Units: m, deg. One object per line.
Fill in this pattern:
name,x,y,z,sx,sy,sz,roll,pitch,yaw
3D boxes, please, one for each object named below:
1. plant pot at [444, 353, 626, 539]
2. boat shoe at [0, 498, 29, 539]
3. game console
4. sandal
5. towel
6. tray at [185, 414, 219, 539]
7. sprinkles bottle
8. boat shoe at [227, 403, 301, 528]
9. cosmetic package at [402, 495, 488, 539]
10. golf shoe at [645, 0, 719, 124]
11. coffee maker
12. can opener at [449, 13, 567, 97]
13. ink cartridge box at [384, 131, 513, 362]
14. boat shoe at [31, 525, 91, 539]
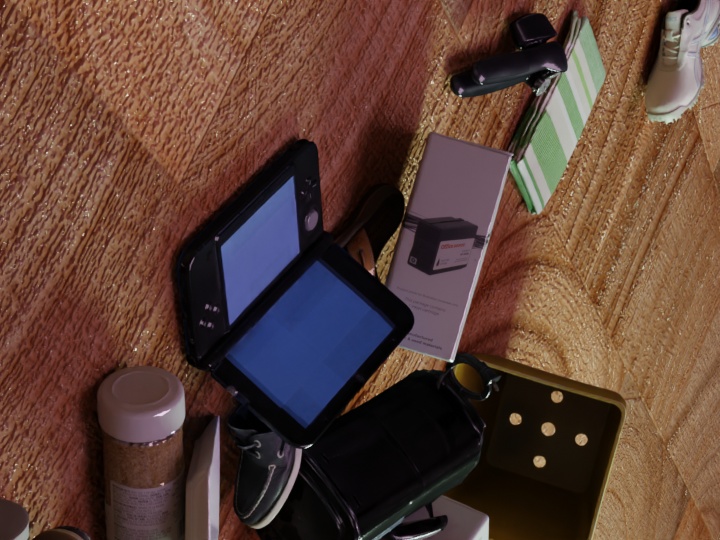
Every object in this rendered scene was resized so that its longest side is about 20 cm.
plant pot,0.201,0.203,2.136,0.176,0.199,0.201,-26,131,-72
boat shoe,-0.293,0.231,1.264,0.200,0.071,0.064,-36,137,-54
game console,-0.049,0.016,1.558,0.200,0.118,0.171,-48,147,-41
sandal,0.000,0.000,1.719,0.200,0.054,0.082,-53,152,-36
towel,0.224,-0.176,2.098,0.200,0.023,0.153,-65,155,-16
tray,-0.130,0.191,1.523,0.200,0.022,0.108,-108,-160,-82
sprinkles bottle,-0.173,0.175,1.473,0.068,0.068,0.200,-41,142,-47
boat shoe,-0.085,0.132,1.632,0.066,0.074,0.200,13,105,-37
cosmetic package,0.012,0.334,1.849,0.200,0.166,0.168,-46,146,-41
golf shoe,0.400,-0.285,2.347,0.097,0.078,0.200,46,58,-44
coffee maker,0.009,0.176,1.730,0.200,0.135,0.192,-27,141,-45
can opener,0.150,-0.208,1.896,0.063,0.079,0.200,-40,173,39
ink cartridge box,0.077,-0.026,1.748,0.145,0.083,0.201,-47,153,-85
boat shoe,-0.234,0.280,1.432,0.065,0.073,0.201,-45,149,-63
